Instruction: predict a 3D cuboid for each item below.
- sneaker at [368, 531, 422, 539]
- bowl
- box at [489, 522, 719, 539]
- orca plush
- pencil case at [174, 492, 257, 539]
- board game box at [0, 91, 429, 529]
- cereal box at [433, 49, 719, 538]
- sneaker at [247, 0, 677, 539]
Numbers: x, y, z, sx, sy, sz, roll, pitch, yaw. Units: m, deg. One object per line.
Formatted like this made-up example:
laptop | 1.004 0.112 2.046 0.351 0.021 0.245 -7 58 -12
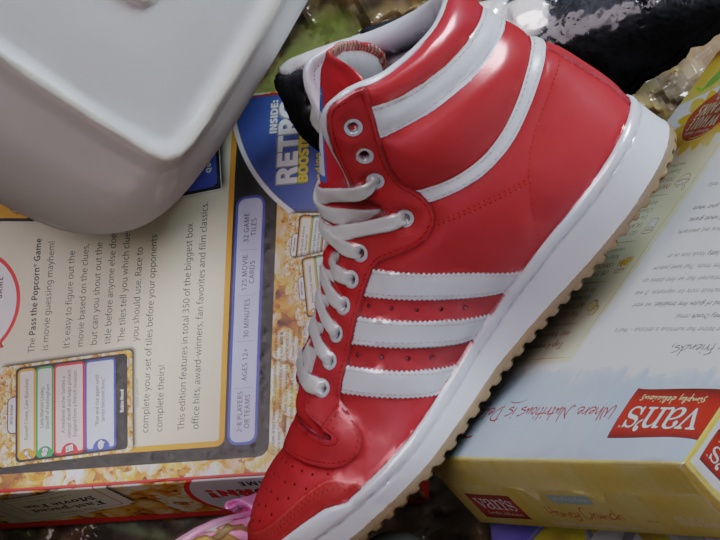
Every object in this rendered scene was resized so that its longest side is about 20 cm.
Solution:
sneaker | 0.061 0.159 0.943 0.091 0.076 0.200 -42 61 20
bowl | -0.095 -0.123 1.029 0.201 0.199 0.075 -58 33 -5
box | 0.106 0.161 0.969 0.117 0.048 0.201 -22 68 40
orca plush | 0.068 -0.060 1.032 0.199 0.105 0.071 -13 89 10
pencil case | -0.014 0.175 1.016 0.086 0.083 0.200 -30 63 0
board game box | -0.073 0.014 1.113 0.199 0.046 0.152 -4 69 18
cereal box | 0.122 0.000 0.982 0.200 0.040 0.144 -53 24 -22
sneaker | 0.000 0.000 0.979 0.112 0.071 0.200 36 97 -17
